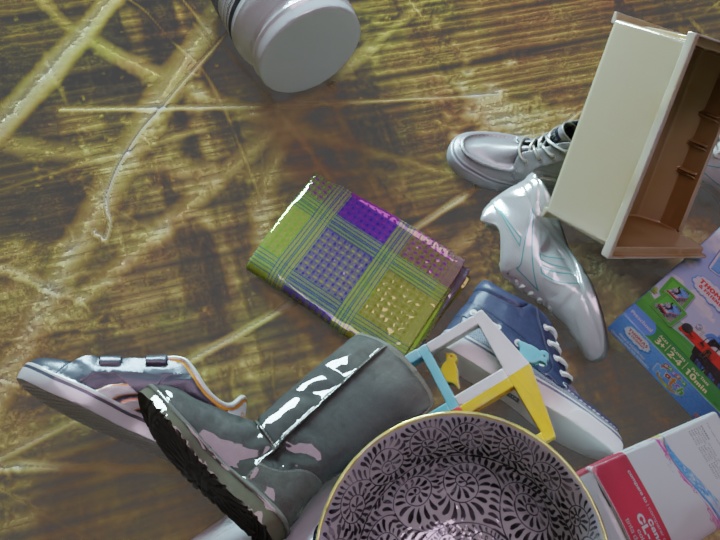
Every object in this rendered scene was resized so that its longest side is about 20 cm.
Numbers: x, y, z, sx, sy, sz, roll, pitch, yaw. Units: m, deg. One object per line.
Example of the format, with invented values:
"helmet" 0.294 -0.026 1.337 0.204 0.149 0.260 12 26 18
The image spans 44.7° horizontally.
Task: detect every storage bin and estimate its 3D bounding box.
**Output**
"storage bin" 0.296 -0.122 0.843 0.196 0.203 0.093 -1 25 -41

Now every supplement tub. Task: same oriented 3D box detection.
"supplement tub" -0.097 -0.314 0.967 0.138 0.141 0.202 -22 67 -19

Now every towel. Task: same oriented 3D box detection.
"towel" 0.000 0.000 0.885 0.198 0.023 0.144 32 63 9

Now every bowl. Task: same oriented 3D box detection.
"bowl" 0.071 0.210 0.614 0.197 0.094 0.204 -3 67 7

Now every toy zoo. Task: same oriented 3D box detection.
"toy zoo" 0.084 0.127 0.789 0.198 0.020 0.133 -30 69 3

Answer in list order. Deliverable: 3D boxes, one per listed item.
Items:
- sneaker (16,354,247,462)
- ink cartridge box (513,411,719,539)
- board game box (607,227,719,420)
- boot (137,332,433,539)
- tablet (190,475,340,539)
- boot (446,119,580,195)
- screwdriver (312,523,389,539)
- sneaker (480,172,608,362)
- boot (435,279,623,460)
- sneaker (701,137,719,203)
"sneaker" -0.193 0.109 0.766 0.197 0.078 0.080 25 65 -8
"ink cartridge box" 0.207 0.197 0.703 0.198 0.148 0.087 -5 61 -41
"board game box" 0.366 0.059 0.889 0.199 0.037 0.152 -32 71 -33
"boot" -0.059 0.110 0.732 0.181 0.073 0.200 41 58 12
"tablet" -0.082 0.215 0.709 0.198 0.130 0.014 -32 107 -22
"boot" 0.197 -0.132 0.943 0.196 0.096 0.075 10 61 -4
"screwdriver" 0.054 0.221 0.685 0.197 0.028 0.029 17 44 -22
"sneaker" 0.190 0.006 0.895 0.079 0.070 0.203 -26 74 9
"boot" 0.175 0.092 0.834 0.198 0.073 0.091 34 68 10
"sneaker" 0.380 -0.126 0.972 0.197 0.081 0.071 17 63 2
